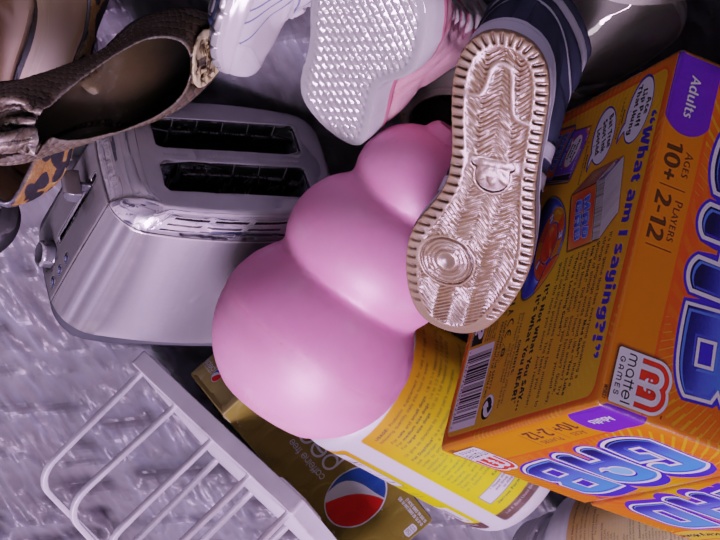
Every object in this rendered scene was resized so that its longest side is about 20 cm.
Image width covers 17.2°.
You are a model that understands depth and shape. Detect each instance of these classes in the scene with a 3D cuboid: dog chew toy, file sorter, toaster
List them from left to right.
[{"bbox_3d":[-0.110,0.181,1.650,0.200,0.124,0.139,39,169,41],"label":"file sorter"},{"bbox_3d":[-0.099,-0.028,1.496,0.199,0.114,0.129,4,141,-23],"label":"toaster"},{"bbox_3d":[0.000,0.000,1.409,0.124,0.125,0.200,32,100,-21],"label":"dog chew toy"}]

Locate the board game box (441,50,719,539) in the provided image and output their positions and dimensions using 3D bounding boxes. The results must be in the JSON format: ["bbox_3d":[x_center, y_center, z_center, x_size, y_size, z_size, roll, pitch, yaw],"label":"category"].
[{"bbox_3d":[0.194,0.027,1.333,0.199,0.201,0.200,21,163,-17],"label":"board game box"}]

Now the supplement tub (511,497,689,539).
[{"bbox_3d":[0.218,0.212,1.673,0.199,0.145,0.145,-19,130,32],"label":"supplement tub"}]

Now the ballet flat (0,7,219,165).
[{"bbox_3d":[-0.147,-0.105,1.392,0.046,0.199,0.068,19,121,41],"label":"ballet flat"}]

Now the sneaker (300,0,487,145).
[{"bbox_3d":[0.029,-0.150,1.336,0.075,0.105,0.200,45,159,7],"label":"sneaker"}]

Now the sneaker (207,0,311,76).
[{"bbox_3d":[-0.037,-0.178,1.363,0.087,0.075,0.200,11,142,-13],"label":"sneaker"}]

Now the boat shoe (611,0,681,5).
[{"bbox_3d":[0.113,-0.194,1.306,0.199,0.062,0.075,4,130,-19],"label":"boat shoe"}]

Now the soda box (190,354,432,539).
[{"bbox_3d":[-0.034,0.126,1.685,0.068,0.064,0.200,-40,125,-4],"label":"soda box"}]

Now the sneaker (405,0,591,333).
[{"bbox_3d":[0.080,-0.067,1.335,0.070,0.109,0.201,17,125,8],"label":"sneaker"}]

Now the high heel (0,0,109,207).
[{"bbox_3d":[-0.192,-0.140,1.387,0.071,0.143,0.201,8,139,10],"label":"high heel"}]

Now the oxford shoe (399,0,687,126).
[{"bbox_3d":[0.105,-0.116,1.404,0.199,0.058,0.075,-21,127,31],"label":"oxford shoe"}]

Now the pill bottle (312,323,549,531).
[{"bbox_3d":[0.036,0.090,1.597,0.200,0.110,0.109,30,136,-28],"label":"pill bottle"}]

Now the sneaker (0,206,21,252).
[{"bbox_3d":[-0.286,-0.007,1.628,0.199,0.076,0.087,-18,142,38],"label":"sneaker"}]
